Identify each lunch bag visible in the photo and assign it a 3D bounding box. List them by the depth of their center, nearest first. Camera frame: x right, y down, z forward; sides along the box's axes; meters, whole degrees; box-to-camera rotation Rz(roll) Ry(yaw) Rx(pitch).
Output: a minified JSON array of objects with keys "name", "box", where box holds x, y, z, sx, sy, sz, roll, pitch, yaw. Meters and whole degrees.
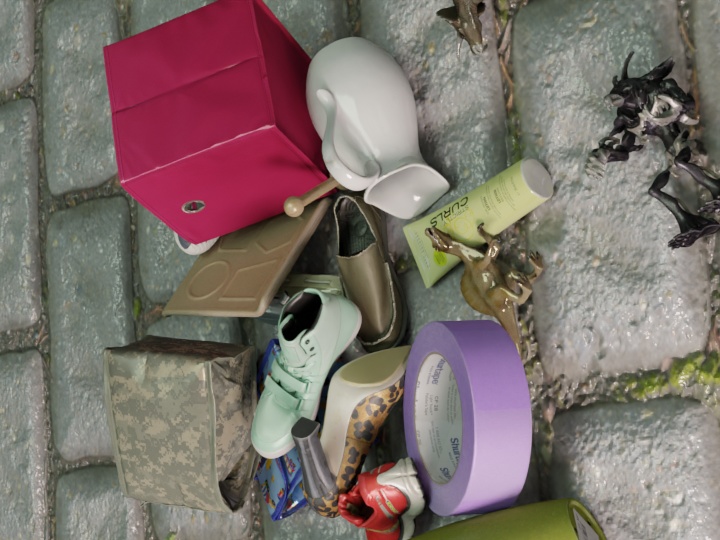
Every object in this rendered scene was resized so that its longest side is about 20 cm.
[{"name":"lunch bag","box":[-0.211,0.188,1.682,0.163,0.117,0.202,3,99,28]},{"name":"lunch bag","box":[-0.083,0.196,1.698,0.200,0.093,0.151,-54,51,43]}]

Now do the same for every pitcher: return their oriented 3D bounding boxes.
[{"name":"pitcher","box":[-0.002,-0.167,1.581,0.121,0.171,0.201,-38,63,28]}]

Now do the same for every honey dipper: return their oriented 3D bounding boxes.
[{"name":"honey dipper","box":[-0.040,-0.094,1.597,0.038,0.200,0.038,8,111,20]}]

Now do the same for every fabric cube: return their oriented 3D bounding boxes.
[{"name":"fabric cube","box":[-0.164,-0.177,1.665,0.198,0.196,0.202,-18,64,14]}]

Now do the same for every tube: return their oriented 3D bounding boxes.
[{"name":"tube","box":[0.125,-0.055,1.540,0.199,0.052,0.058,-33,31,41]}]

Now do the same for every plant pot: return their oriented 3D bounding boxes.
[{"name":"plant pot","box":[0.151,0.317,1.409,0.199,0.187,0.188,-33,64,19]}]

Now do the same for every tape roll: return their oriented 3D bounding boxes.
[{"name":"tape roll","box":[0.108,0.153,1.465,0.200,0.065,0.202,180,90,-71]}]

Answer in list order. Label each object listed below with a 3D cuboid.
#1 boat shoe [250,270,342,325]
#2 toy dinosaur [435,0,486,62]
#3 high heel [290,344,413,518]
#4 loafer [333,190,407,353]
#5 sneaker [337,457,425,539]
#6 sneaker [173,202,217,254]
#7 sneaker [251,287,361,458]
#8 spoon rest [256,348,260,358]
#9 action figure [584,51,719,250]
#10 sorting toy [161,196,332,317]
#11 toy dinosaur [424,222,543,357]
[{"name":"boat shoe","box":[-0.088,0.033,1.725,0.199,0.072,0.063,7,72,36]},{"name":"toy dinosaur","box":[0.128,-0.341,1.538,0.102,0.076,0.202,156,128,-73]},{"name":"high heel","box":[0.004,0.180,1.576,0.071,0.200,0.144,24,139,39]},{"name":"loafer","box":[0.000,0.000,1.624,0.075,0.070,0.202,-20,72,23]},{"name":"sneaker","box":[0.015,0.257,1.542,0.201,0.084,0.078,101,157,-60]},{"name":"sneaker","box":[-0.234,-0.084,1.837,0.129,0.079,0.201,-41,44,42]},{"name":"sneaker","box":[-0.083,0.108,1.551,0.073,0.118,0.202,27,88,28]},{"name":"spoon rest","box":[-0.179,0.181,1.777,0.060,0.100,0.201,33,112,-9]},{"name":"action figure","box":[0.284,-0.127,1.362,0.119,0.101,0.201,-53,55,40]},{"name":"sorting toy","box":[-0.137,-0.011,1.732,0.199,0.037,0.186,-5,44,44]},{"name":"toy dinosaur","box":[0.151,0.022,1.511,0.101,0.058,0.201,-38,80,43]}]
